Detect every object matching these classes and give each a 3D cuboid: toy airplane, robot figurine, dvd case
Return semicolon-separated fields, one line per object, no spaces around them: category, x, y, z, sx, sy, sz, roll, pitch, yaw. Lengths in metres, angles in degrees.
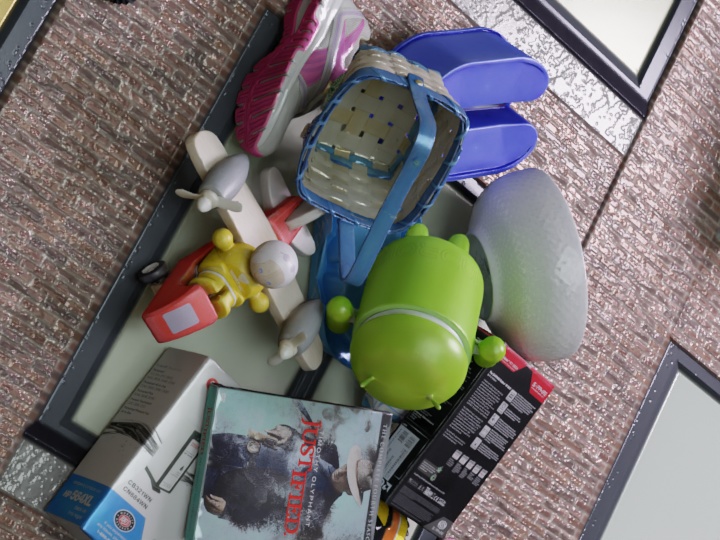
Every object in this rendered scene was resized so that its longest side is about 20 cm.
toy airplane;-0.096;-0.014;1.593;0.199;0.141;0.200;15;85;-35
robot figurine;0.055;0.048;1.627;0.175;0.116;0.200;15;46;0
dvd case;-0.065;0.192;1.599;0.199;0.022;0.147;13;84;-34

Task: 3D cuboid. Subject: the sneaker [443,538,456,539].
sneaker;0.145;0.365;1.817;0.079;0.095;0.200;-48;116;-20

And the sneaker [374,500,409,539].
sneaker;-0.032;0.311;1.711;0.090;0.070;0.201;40;67;-24

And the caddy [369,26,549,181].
caddy;0.096;-0.173;1.739;0.199;0.105;0.142;-10;122;-35

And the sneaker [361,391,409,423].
sneaker;0.081;0.126;1.781;0.199;0.072;0.072;2;64;-46

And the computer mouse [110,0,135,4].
computer mouse;-0.280;-0.299;1.498;0.199;0.053;0.139;-12;101;-33

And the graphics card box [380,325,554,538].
graphics card box;0.099;0.165;1.723;0.200;0.051;0.125;-54;140;-2

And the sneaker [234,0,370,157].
sneaker;-0.048;-0.190;1.650;0.088;0.081;0.201;37;74;-29

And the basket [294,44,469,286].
basket;0.017;-0.102;1.571;0.139;0.200;0.177;18;120;-20

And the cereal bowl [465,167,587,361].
cereal bowl;0.158;-0.001;1.747;0.083;0.200;0.201;-10;100;-13

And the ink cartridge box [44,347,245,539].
ink cartridge box;-0.172;0.194;1.591;0.146;0.084;0.200;46;69;-27

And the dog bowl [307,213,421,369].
dog bowl;0.000;0.000;1.716;0.111;0.049;0.201;4;92;-34
